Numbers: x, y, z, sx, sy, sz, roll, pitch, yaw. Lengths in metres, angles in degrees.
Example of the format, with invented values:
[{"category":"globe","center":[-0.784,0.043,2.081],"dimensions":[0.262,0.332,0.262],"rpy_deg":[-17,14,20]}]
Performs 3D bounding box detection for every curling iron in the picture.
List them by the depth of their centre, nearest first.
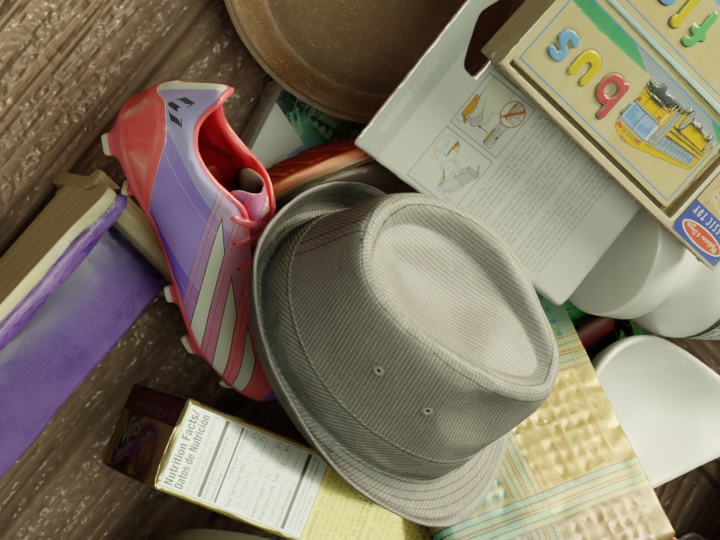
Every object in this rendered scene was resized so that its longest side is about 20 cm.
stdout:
[{"category":"curling iron","center":[0.099,0.073,1.591],"dimensions":[0.200,0.025,0.050],"rpy_deg":[-26,111,-43]}]

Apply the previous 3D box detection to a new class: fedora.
[{"category":"fedora","center":[0.037,0.032,1.427],"dimensions":[0.200,0.090,0.177],"rpy_deg":[46,46,-18]}]

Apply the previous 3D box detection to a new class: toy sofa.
[{"category":"toy sofa","center":[-0.183,0.044,1.471],"dimensions":[0.083,0.097,0.200],"rpy_deg":[46,75,-22]}]

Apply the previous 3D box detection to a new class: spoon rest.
[{"category":"spoon rest","center":[0.193,0.085,1.637],"dimensions":[0.200,0.060,0.100],"rpy_deg":[-3,104,-49]}]

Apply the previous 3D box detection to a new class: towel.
[{"category":"towel","center":[0.077,0.083,1.523],"dimensions":[0.146,0.022,0.201],"rpy_deg":[-15,69,-28]}]

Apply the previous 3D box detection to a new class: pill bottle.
[{"category":"pill bottle","center":[0.217,-0.016,1.627],"dimensions":[0.199,0.116,0.116],"rpy_deg":[5,94,-39]}]

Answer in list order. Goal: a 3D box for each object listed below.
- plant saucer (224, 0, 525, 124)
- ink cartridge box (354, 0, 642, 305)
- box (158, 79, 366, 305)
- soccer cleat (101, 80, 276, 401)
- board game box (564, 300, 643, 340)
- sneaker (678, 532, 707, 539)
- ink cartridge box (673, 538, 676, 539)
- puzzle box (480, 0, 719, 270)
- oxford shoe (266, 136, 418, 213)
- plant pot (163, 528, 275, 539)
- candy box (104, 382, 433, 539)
[{"category":"plant saucer","center":[0.018,-0.175,1.541],"dimensions":[0.199,0.037,0.201],"rpy_deg":[0,77,-2]},{"category":"ink cartridge box","center":[0.109,-0.105,1.487],"dimensions":[0.173,0.044,0.200],"rpy_deg":[36,95,-30]},{"category":"box","center":[0.000,0.000,1.570],"dimensions":[0.200,0.036,0.145],"rpy_deg":[32,76,-20]},{"category":"soccer cleat","center":[-0.069,-0.013,1.455],"dimensions":[0.201,0.076,0.067],"rpy_deg":[65,32,-25]},{"category":"board game box","center":[0.083,0.052,1.641],"dimensions":[0.199,0.023,0.105],"rpy_deg":[-14,99,-23]},{"category":"sneaker","center":[0.273,0.197,1.723],"dimensions":[0.200,0.071,0.113],"rpy_deg":[-32,112,-17]},{"category":"ink cartridge box","center":[0.171,0.277,1.653],"dimensions":[0.200,0.044,0.174],"rpy_deg":[-44,114,9]},{"category":"puzzle box","center":[0.174,-0.106,1.475],"dimensions":[0.133,0.025,0.200],"rpy_deg":[-48,122,4]},{"category":"oxford shoe","center":[0.023,-0.044,1.528],"dimensions":[0.199,0.071,0.073],"rpy_deg":[-14,98,-24]},{"category":"plant pot","center":[-0.074,0.220,1.504],"dimensions":[0.200,0.200,0.135],"rpy_deg":[19,71,-26]},{"category":"candy box","center":[-0.035,0.126,1.529],"dimensions":[0.199,0.117,0.057],"rpy_deg":[24,85,-18]}]
